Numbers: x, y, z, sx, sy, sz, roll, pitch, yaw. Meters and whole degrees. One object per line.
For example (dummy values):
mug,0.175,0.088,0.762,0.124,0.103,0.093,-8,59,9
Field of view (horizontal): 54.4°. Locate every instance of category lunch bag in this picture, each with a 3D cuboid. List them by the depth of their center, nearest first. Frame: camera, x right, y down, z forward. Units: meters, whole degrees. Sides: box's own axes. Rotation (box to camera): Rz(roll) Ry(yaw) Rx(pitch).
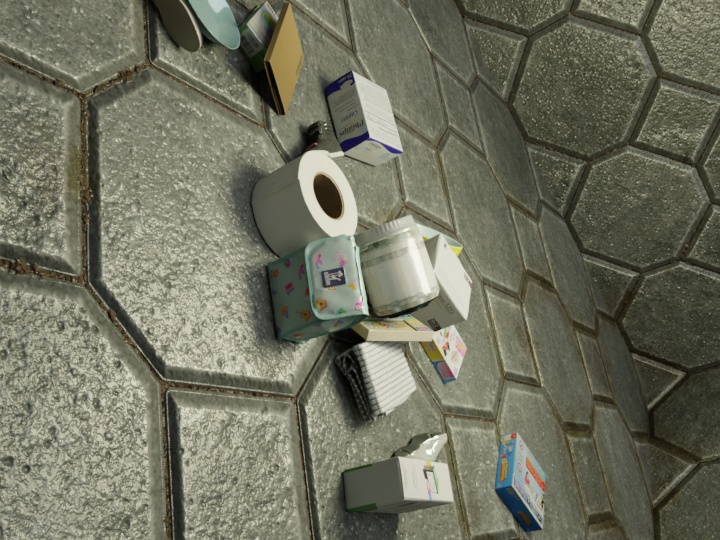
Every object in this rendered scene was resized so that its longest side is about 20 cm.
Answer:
lunch bag,-0.078,0.037,1.400,0.121,0.197,0.174,16,58,-53

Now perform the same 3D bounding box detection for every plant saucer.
plant saucer,-0.335,-0.561,1.508,0.202,0.038,0.203,53,22,-33

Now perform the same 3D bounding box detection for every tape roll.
tape roll,-0.118,-0.135,1.507,0.202,0.137,0.206,35,44,-42

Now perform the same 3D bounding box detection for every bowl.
bowl,0.171,-0.053,1.929,0.199,0.198,0.110,2,112,-57

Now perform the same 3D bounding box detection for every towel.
towel,0.036,0.233,1.580,0.199,0.084,0.169,-19,89,-62

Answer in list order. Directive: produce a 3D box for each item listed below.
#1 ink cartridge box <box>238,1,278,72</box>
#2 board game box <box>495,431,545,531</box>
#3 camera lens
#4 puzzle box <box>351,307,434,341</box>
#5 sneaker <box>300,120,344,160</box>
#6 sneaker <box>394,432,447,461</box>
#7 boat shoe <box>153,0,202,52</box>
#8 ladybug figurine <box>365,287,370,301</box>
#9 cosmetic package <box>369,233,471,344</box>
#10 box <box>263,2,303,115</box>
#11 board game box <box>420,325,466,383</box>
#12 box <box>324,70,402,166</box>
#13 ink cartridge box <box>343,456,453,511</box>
ink cartridge box,-0.228,-0.572,1.685,0.104,0.059,0.202,52,34,-26
board game box,0.473,0.620,2.062,0.201,0.055,0.197,54,32,-23
camera lens,0.080,-0.005,1.577,0.159,0.158,0.204,-21,93,-60
puzzle box,0.056,0.121,1.598,0.197,0.133,0.026,5,109,-39
sneaker,-0.111,-0.310,1.704,0.101,0.070,0.200,65,24,-2
sneaker,0.146,0.436,1.650,0.199,0.069,0.082,-15,93,-54
boat shoe,-0.375,-0.540,1.416,0.202,0.072,0.063,56,35,-12
ladybug figurine,0.000,0.000,1.674,0.137,0.071,0.201,57,33,-22
cosmetic package,0.153,0.048,1.763,0.166,0.198,0.166,52,32,-23
box,-0.179,-0.498,1.652,0.165,0.021,0.203,76,22,-56
board game box,0.220,0.185,1.944,0.202,0.040,0.153,59,31,-16
box,0.010,-0.411,1.924,0.183,0.104,0.204,8,64,-57
ink cartridge box,0.081,0.447,1.448,0.199,0.143,0.086,25,50,-49
